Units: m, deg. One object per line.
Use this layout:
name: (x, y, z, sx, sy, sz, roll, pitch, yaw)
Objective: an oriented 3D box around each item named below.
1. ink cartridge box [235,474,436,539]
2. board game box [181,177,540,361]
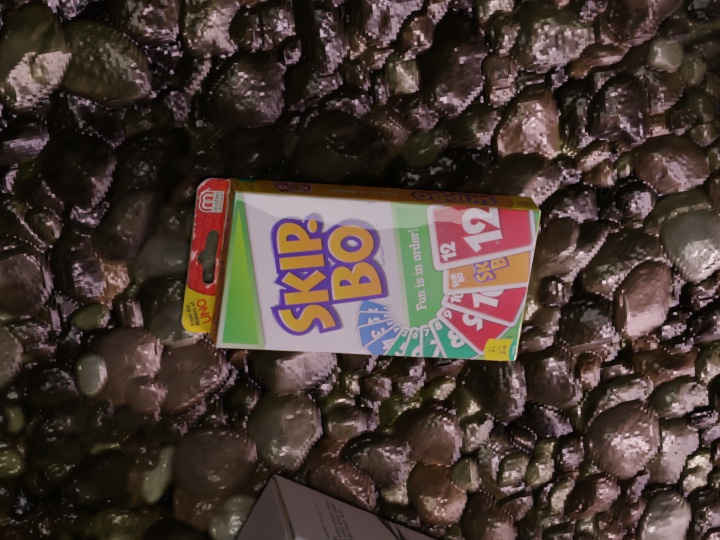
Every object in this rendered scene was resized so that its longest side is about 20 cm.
ink cartridge box: (0.004, 0.231, 1.389, 0.199, 0.084, 0.145, 24, 106, -21)
board game box: (0.000, 0.000, 1.326, 0.198, 0.030, 0.096, 4, 111, -12)
